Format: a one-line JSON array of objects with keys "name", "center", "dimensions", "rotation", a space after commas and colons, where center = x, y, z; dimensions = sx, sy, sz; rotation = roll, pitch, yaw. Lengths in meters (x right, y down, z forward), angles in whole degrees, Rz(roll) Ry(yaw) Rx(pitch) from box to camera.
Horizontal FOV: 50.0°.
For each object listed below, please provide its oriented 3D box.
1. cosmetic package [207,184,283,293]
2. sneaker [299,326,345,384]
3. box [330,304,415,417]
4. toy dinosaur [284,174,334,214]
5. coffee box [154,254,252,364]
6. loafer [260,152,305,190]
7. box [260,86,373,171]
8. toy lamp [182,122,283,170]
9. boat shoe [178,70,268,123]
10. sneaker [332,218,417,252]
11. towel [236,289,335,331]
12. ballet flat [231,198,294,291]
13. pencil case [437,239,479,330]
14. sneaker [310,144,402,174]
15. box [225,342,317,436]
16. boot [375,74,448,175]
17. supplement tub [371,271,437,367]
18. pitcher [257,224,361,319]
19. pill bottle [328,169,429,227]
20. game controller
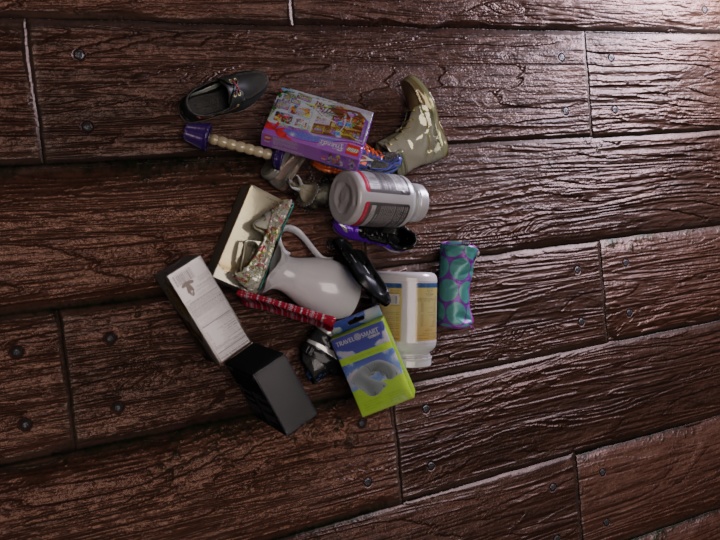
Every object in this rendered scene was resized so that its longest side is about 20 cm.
[{"name": "cosmetic package", "center": [-0.227, -0.060, 1.563], "dimensions": [0.103, 0.073, 0.201], "rotation": [24, 79, -24]}, {"name": "sneaker", "center": [-0.050, 0.215, 1.658], "dimensions": [0.200, 0.073, 0.112], "rotation": [43, 78, -13]}, {"name": "box", "center": [0.022, 0.187, 1.598], "dimensions": [0.121, 0.048, 0.201], "rotation": [-22, 97, 8]}, {"name": "toy dinosaur", "center": [-0.069, -0.161, 1.620], "dimensions": [0.198, 0.102, 0.078], "rotation": [-6, 94, -25]}, {"name": "coffee box", "center": [-0.306, 0.075, 1.503], "dimensions": [0.079, 0.114, 0.201], "rotation": [-34, 106, -21]}, {"name": "loafer", "center": [-0.129, -0.258, 1.617], "dimensions": [0.201, 0.072, 0.063], "rotation": [-53, 127, -9]}, {"name": "box", "center": [-0.084, -0.283, 1.537], "dimensions": [0.198, 0.039, 0.138], "rotation": [16, 55, 0]}, {"name": "toy lamp", "center": [-0.251, -0.250, 1.533], "dimensions": [0.198, 0.058, 0.059], "rotation": [14, 85, -7]}, {"name": "boat shoe", "center": [-0.266, -0.351, 1.546], "dimensions": [0.200, 0.063, 0.074], "rotation": [-28, 100, -24]}, {"name": "sneaker", "center": [0.040, -0.089, 1.672], "dimensions": [0.199, 0.099, 0.070], "rotation": [14, 87, -27]}, {"name": "towel", "center": [-0.145, 0.080, 1.531], "dimensions": [0.198, 0.145, 0.023], "rotation": [17, 80, -2]}, {"name": "ballet flat", "center": [-0.191, -0.058, 1.501], "dimensions": [0.064, 0.076, 0.201], "rotation": [24, 77, -17]}, {"name": "pencil case", "center": [0.222, 0.032, 1.772], "dimensions": [0.092, 0.085, 0.202], "rotation": [5, 89, 4]}, {"name": "sneaker", "center": [-0.003, -0.243, 1.624], "dimensions": [0.198, 0.075, 0.079], "rotation": [0, 119, -20]}, {"name": "box", "center": [-0.179, 0.228, 1.517], "dimensions": [0.079, 0.200, 0.142], "rotation": [-35, 106, -20]}, {"name": "boot", "center": [0.098, -0.318, 1.718], "dimensions": [0.154, 0.072, 0.201], "rotation": [-28, 103, -20]}, {"name": "supplement tub", "center": [0.095, 0.104, 1.679], "dimensions": [0.144, 0.144, 0.202], "rotation": [1, 90, -26]}, {"name": "pitcher", "center": [-0.098, 0.004, 1.610], "dimensions": [0.199, 0.121, 0.173], "rotation": [21, 62, -18]}, {"name": "pill bottle", "center": [0.043, -0.145, 1.590], "dimensions": [0.199, 0.110, 0.112], "rotation": [1, 90, -38]}, {"name": "game controller", "center": [0.000, 0.000, 1.605], "dimensions": [0.104, 0.200, 0.042], "rotation": [31, 105, -32]}]
